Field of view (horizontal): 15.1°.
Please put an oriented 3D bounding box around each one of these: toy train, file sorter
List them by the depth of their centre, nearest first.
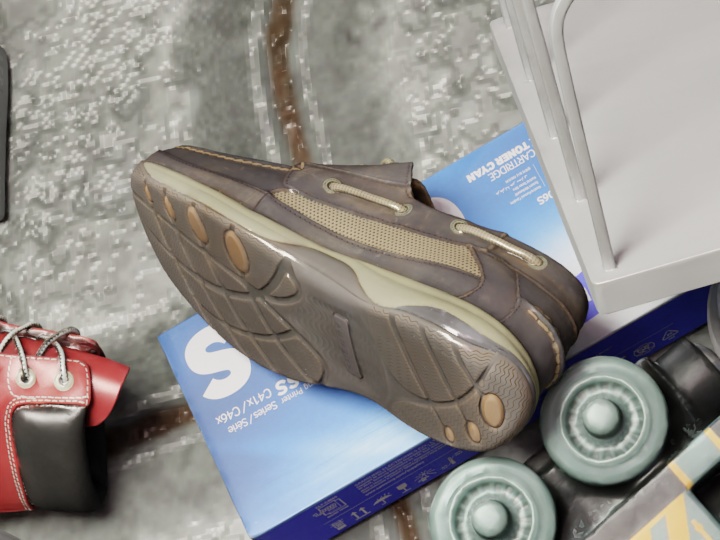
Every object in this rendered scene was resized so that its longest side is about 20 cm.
[{"bbox_3d":[0.117,-0.103,0.945,0.138,0.125,0.200,-16,32,1],"label":"file sorter"},{"bbox_3d":[0.072,0.118,0.975,0.200,0.085,0.114,-42,77,-1],"label":"toy train"}]

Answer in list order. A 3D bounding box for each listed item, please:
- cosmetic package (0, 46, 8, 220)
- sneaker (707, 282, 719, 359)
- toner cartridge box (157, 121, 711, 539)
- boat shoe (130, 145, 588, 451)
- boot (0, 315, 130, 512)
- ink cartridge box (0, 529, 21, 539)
[{"bbox_3d":[-0.255,-0.060,1.123,0.199,0.107,0.091,-9,69,13],"label":"cosmetic package"},{"bbox_3d":[0.224,0.013,0.943,0.199,0.082,0.075,-2,71,-2],"label":"sneaker"},{"bbox_3d":[0.030,0.020,1.038,0.199,0.043,0.095,-31,66,6],"label":"toner cartridge box"},{"bbox_3d":[0.000,0.000,1.000,0.200,0.075,0.073,28,53,34],"label":"boat shoe"},{"bbox_3d":[-0.167,0.012,1.040,0.144,0.201,0.073,-9,30,14],"label":"boot"},{"bbox_3d":[-0.182,0.204,0.987,0.199,0.145,0.148,-25,66,10],"label":"ink cartridge box"}]
